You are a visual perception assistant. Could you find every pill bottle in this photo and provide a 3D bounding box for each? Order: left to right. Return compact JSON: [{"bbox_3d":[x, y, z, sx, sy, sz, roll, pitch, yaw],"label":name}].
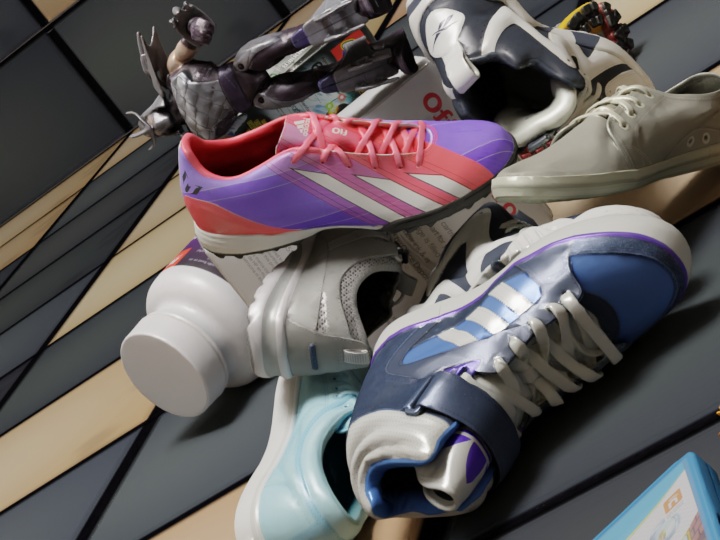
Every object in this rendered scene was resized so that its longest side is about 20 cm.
[{"bbox_3d":[-0.099,0.020,1.392,0.111,0.112,0.200,-23,21,47],"label":"pill bottle"}]

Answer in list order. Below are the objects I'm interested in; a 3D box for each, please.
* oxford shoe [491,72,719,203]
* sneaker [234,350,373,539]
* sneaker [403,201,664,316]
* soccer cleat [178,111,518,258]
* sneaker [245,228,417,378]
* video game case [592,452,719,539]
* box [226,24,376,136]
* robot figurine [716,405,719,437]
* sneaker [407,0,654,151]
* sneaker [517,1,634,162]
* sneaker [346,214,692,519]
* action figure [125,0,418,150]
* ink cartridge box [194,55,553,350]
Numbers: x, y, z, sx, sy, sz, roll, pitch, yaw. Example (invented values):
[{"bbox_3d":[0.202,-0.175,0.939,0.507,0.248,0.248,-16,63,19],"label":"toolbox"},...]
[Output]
[{"bbox_3d":[0.149,-0.077,1.029,0.199,0.058,0.075,-18,15,-37],"label":"oxford shoe"},{"bbox_3d":[-0.006,0.097,1.024,0.082,0.074,0.201,-25,29,29],"label":"sneaker"},{"bbox_3d":[0.104,-0.008,1.034,0.199,0.079,0.130,-40,18,39],"label":"sneaker"},{"bbox_3d":[-0.009,-0.062,1.026,0.198,0.074,0.068,-11,37,10],"label":"soccer cleat"},{"bbox_3d":[0.000,0.000,1.077,0.081,0.075,0.201,8,43,16],"label":"sneaker"},{"bbox_3d":[0.087,0.159,0.636,0.143,0.018,0.200,-47,11,16],"label":"video game case"},{"bbox_3d":[-0.008,-0.072,1.271,0.137,0.200,0.040,-40,32,-3],"label":"box"},{"bbox_3d":[0.217,0.019,0.710,0.200,0.058,0.145,-47,14,-30],"label":"robot figurine"},{"bbox_3d":[0.121,-0.103,1.110,0.079,0.199,0.130,-40,34,24],"label":"sneaker"},{"bbox_3d":[0.134,-0.135,1.394,0.200,0.078,0.082,-37,7,-34],"label":"sneaker"},{"bbox_3d":[0.081,0.064,0.907,0.199,0.081,0.147,-24,31,26],"label":"sneaker"},{"bbox_3d":[-0.067,-0.126,1.153,0.199,0.131,0.070,-21,26,17],"label":"action figure"},{"bbox_3d":[0.009,-0.029,1.205,0.200,0.145,0.084,-39,13,-2],"label":"ink cartridge box"}]
